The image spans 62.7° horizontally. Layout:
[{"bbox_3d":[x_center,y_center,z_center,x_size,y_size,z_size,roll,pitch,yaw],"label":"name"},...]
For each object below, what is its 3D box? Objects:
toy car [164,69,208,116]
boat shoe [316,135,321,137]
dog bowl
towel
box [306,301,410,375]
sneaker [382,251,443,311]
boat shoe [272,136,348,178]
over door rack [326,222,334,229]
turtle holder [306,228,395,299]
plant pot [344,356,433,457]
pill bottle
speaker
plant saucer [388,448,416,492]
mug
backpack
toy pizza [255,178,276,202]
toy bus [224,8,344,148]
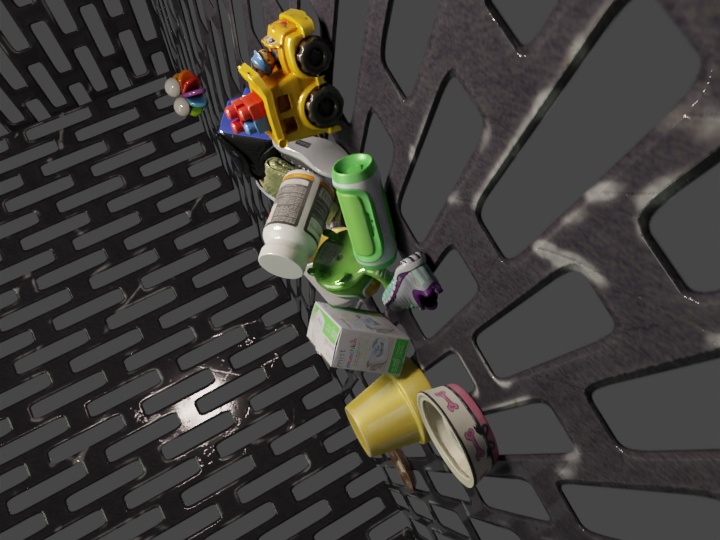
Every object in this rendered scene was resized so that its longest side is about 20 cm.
[{"bbox_3d":[-0.754,-0.795,2.633,0.149,0.175,0.202,-13,105,39],"label":"toy car"},{"bbox_3d":[-0.124,-0.311,1.218,0.063,0.073,0.201,32,157,55],"label":"boat shoe"},{"bbox_3d":[0.190,0.309,1.139,0.201,0.073,0.201,59,165,25],"label":"dog bowl"},{"bbox_3d":[-0.124,-0.174,1.321,0.198,0.037,0.148,25,159,-4],"label":"towel"},{"bbox_3d":[-0.011,0.157,1.368,0.200,0.175,0.098,-144,69,-66],"label":"box"},{"bbox_3d":[0.092,0.049,1.037,0.088,0.074,0.200,54,164,18],"label":"sneaker"},{"bbox_3d":[-0.091,-0.225,1.169,0.199,0.069,0.057,31,162,27],"label":"boat shoe"},{"bbox_3d":[-0.139,-0.063,1.568,0.200,0.146,0.067,105,142,-70],"label":"over door rack"},{"bbox_3d":[-0.002,-0.009,1.206,0.132,0.184,0.142,43,-139,-46],"label":"turtle holder"},{"bbox_3d":[0.073,0.334,1.391,0.202,0.187,0.201,58,165,25],"label":"plant pot"},{"bbox_3d":[-0.130,-0.093,1.189,0.117,0.115,0.202,89,-165,-62],"label":"pill bottle"},{"bbox_3d":[0.010,-0.100,1.044,0.088,0.088,0.201,47,159,51],"label":"speaker"},{"bbox_3d":[0.150,0.699,2.127,0.201,0.032,0.201,58,166,23],"label":"plant saucer"},{"bbox_3d":[-0.046,-0.009,1.405,0.148,0.187,0.154,-6,124,42],"label":"mug"},{"bbox_3d":[-0.210,-0.302,1.348,0.161,0.169,0.200,14,158,9],"label":"backpack"},{"bbox_3d":[-0.168,-0.191,1.470,0.199,0.032,0.201,29,-162,-10],"label":"toy pizza"},{"bbox_3d":[-0.144,-0.315,1.010,0.136,0.190,0.201,50,160,49],"label":"toy bus"}]
